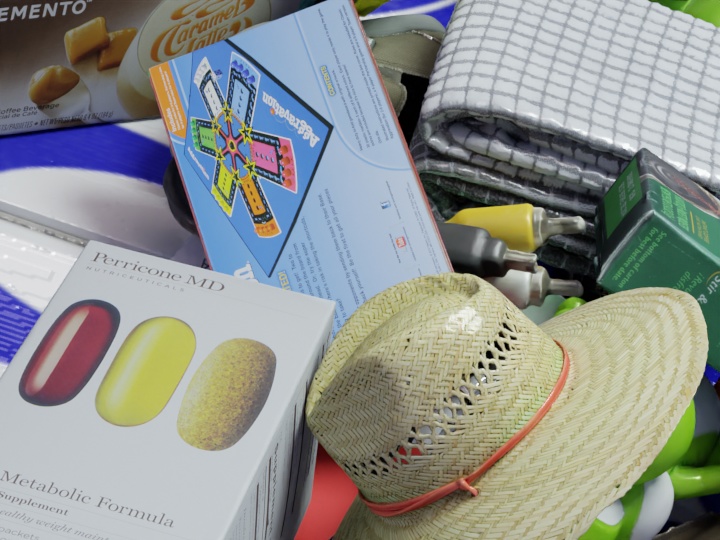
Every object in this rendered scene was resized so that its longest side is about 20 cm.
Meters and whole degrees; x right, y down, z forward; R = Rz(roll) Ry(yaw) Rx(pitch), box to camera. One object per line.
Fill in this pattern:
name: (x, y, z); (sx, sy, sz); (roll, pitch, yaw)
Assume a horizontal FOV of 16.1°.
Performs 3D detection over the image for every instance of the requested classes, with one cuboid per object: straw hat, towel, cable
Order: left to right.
cable: (0.000, 0.000, 1.172); (0.200, 0.050, 0.097); (10, 67, 17)
straw hat: (0.031, 0.049, 0.998); (0.085, 0.201, 0.201); (46, 31, -20)
towel: (0.129, -0.066, 1.257); (0.200, 0.086, 0.166); (18, 35, 1)

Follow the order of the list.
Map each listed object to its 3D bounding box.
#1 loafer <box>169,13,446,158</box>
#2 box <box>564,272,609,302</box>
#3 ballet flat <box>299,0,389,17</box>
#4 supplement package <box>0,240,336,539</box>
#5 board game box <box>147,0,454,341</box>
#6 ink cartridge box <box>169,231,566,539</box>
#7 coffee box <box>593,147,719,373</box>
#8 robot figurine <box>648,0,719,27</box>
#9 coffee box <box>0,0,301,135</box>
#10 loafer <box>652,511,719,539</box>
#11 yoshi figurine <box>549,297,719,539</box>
loafer: (-0.010, -0.086, 1.298); (0.200, 0.075, 0.070); (-19, 47, -40)
box: (0.215, -0.022, 1.340); (0.200, 0.050, 0.199); (17, 36, -2)
ballet flat: (0.003, -0.165, 1.332); (0.067, 0.200, 0.067); (-6, 87, -14)
supplement package: (-0.092, 0.095, 0.990); (0.114, 0.110, 0.200); (14, 36, 8)
board game box: (-0.022, -0.026, 1.149); (0.103, 0.019, 0.200); (-20, 62, 1)
ink cartridge box: (-0.019, 0.027, 1.175); (0.161, 0.050, 0.200); (34, 37, 20)
coffee box: (0.193, 0.030, 1.125); (0.200, 0.044, 0.123); (36, 16, -5)
robot figurine: (0.154, -0.183, 1.435); (0.175, 0.116, 0.200); (42, -8, -32)
coffee box: (-0.133, -0.139, 1.280); (0.200, 0.114, 0.080); (-9, 45, -34)
loafer: (0.169, 0.126, 1.110); (0.200, 0.071, 0.073); (-15, 48, -37)
yoshi figurine: (0.127, 0.059, 1.101); (0.112, 0.112, 0.200); (-8, 14, 28)
